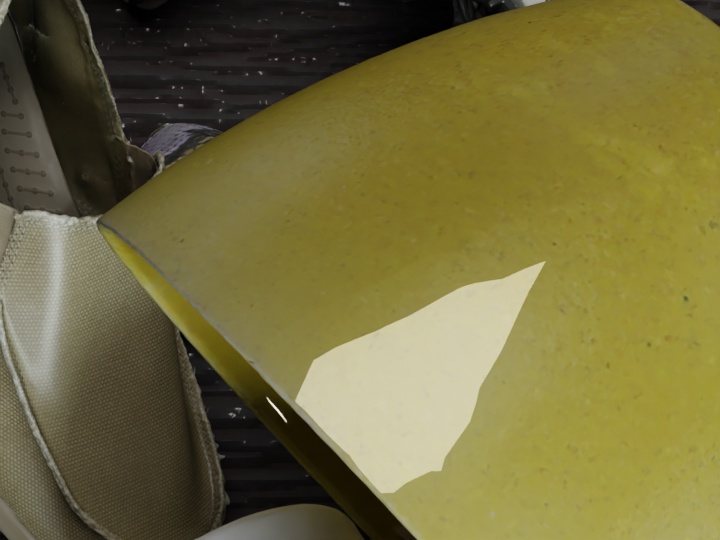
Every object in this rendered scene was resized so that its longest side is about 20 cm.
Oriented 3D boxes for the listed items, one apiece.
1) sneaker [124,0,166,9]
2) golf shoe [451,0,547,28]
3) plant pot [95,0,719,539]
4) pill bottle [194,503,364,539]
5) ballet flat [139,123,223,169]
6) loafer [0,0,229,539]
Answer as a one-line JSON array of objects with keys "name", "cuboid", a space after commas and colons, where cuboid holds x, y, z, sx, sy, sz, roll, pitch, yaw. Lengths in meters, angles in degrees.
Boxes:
[{"name": "sneaker", "cuboid": [-0.003, -0.119, 0.989, 0.202, 0.077, 0.146, 41, 72, 11]}, {"name": "golf shoe", "cuboid": [0.065, -0.081, 0.910, 0.094, 0.078, 0.201, -20, 80, -23]}, {"name": "plant pot", "cuboid": [0.053, 0.013, 0.752, 0.142, 0.200, 0.200, -43, 68, -6]}, {"name": "pill bottle", "cuboid": [0.006, 0.167, 0.775, 0.119, 0.120, 0.200, -24, 61, -18]}, {"name": "ballet flat", "cuboid": [0.000, 0.000, 0.879, 0.200, 0.072, 0.072, 7, 52, 36]}, {"name": "loafer", "cuboid": [-0.088, 0.001, 0.859, 0.076, 0.067, 0.201, -29, 96, -46]}]
